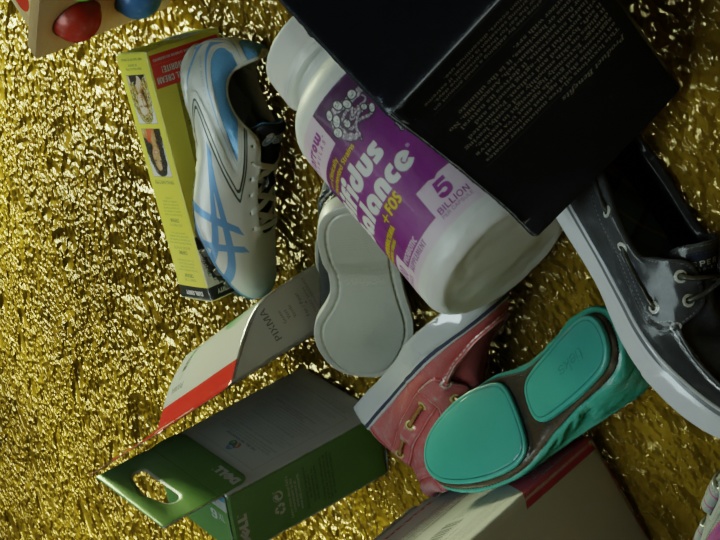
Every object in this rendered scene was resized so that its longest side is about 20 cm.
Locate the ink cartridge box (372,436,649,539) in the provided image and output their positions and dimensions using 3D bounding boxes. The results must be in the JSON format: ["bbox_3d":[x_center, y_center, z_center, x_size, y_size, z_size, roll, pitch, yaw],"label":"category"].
[{"bbox_3d":[0.070,0.200,1.069,0.085,0.145,0.200,58,143,-2],"label":"ink cartridge box"}]

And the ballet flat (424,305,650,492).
[{"bbox_3d":[0.119,0.086,1.004,0.200,0.070,0.068,-44,52,45],"label":"ballet flat"}]

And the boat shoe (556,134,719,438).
[{"bbox_3d":[0.172,-0.003,0.886,0.201,0.069,0.066,63,150,22],"label":"boat shoe"}]

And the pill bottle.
[{"bbox_3d":[0.029,-0.079,1.003,0.200,0.112,0.113,50,145,25],"label":"pill bottle"}]

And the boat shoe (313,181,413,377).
[{"bbox_3d":[0.000,0.000,1.146,0.201,0.073,0.061,81,-170,-50],"label":"boat shoe"}]

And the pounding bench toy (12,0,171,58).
[{"bbox_3d":[-0.211,-0.280,1.202,0.157,0.123,0.200,56,154,16],"label":"pounding bench toy"}]

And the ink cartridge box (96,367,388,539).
[{"bbox_3d":[-0.088,0.155,1.244,0.103,0.199,0.060,26,133,47],"label":"ink cartridge box"}]

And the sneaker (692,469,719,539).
[{"bbox_3d":[0.226,0.141,0.889,0.200,0.081,0.089,-43,70,50],"label":"sneaker"}]

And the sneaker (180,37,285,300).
[{"bbox_3d":[-0.087,-0.074,1.218,0.072,0.072,0.202,-1,106,28],"label":"sneaker"}]

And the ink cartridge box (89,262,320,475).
[{"bbox_3d":[-0.112,0.072,1.228,0.050,0.199,0.161,59,147,2],"label":"ink cartridge box"}]

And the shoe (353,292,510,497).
[{"bbox_3d":[0.068,0.082,1.095,0.091,0.071,0.200,50,145,9],"label":"shoe"}]

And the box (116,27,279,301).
[{"bbox_3d":[-0.126,-0.083,1.272,0.050,0.075,0.202,6,113,52],"label":"box"}]

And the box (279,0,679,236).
[{"bbox_3d":[0.039,-0.149,0.842,0.200,0.123,0.198,49,-172,29],"label":"box"}]
